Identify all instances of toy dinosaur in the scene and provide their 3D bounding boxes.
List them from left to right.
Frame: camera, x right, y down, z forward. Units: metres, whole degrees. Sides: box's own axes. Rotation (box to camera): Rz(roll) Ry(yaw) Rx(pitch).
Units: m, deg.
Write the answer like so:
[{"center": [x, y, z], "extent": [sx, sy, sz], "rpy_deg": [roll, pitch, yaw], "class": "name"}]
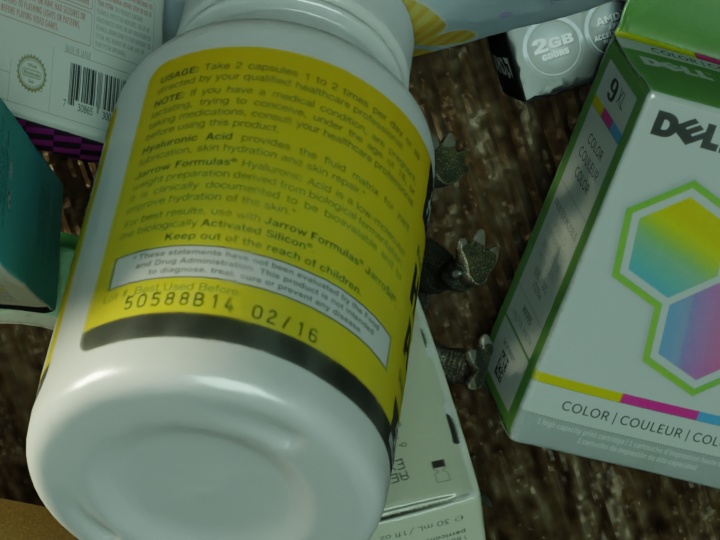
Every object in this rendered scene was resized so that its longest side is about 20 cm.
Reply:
[{"center": [0.000, 0.000, 0.954], "extent": [0.200, 0.102, 0.077], "rpy_deg": [52, 61, -26], "class": "toy dinosaur"}]

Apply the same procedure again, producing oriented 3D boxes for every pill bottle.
[{"center": [-0.034, -0.009, 0.808], "extent": [0.110, 0.201, 0.112], "rpy_deg": [6, 140, 5], "class": "pill bottle"}]

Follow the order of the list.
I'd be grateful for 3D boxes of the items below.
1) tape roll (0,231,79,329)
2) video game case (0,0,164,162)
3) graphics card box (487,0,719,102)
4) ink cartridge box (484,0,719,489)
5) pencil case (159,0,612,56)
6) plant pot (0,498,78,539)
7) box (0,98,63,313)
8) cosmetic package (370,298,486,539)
[{"center": [-0.135, 0.086, 0.961], "extent": [0.199, 0.048, 0.202], "rpy_deg": [-1, 99, -8], "class": "tape roll"}, {"center": [-0.128, -0.139, 0.804], "extent": [0.036, 0.200, 0.183], "rpy_deg": [-2, 82, 29], "class": "video game case"}, {"center": [0.087, -0.176, 0.951], "extent": [0.124, 0.051, 0.202], "rpy_deg": [-17, 101, -5], "class": "graphics card box"}, {"center": [0.129, -0.023, 0.943], "extent": [0.103, 0.059, 0.201], "rpy_deg": [14, 112, -18], "class": "ink cartridge box"}, {"center": [0.009, -0.122, 0.896], "extent": [0.199, 0.083, 0.091], "rpy_deg": [-15, 76, 21], "class": "pencil case"}, {"center": [-0.156, 0.150, 0.865], "extent": [0.198, 0.186, 0.188], "rpy_deg": [-4, 99, -19], "class": "plant pot"}, {"center": [-0.146, -0.021, 0.822], "extent": [0.082, 0.200, 0.050], "rpy_deg": [5, 84, -1], "class": "box"}, {"center": [0.006, 0.110, 0.906], "extent": [0.072, 0.104, 0.201], "rpy_deg": [-13, 137, -4], "class": "cosmetic package"}]
